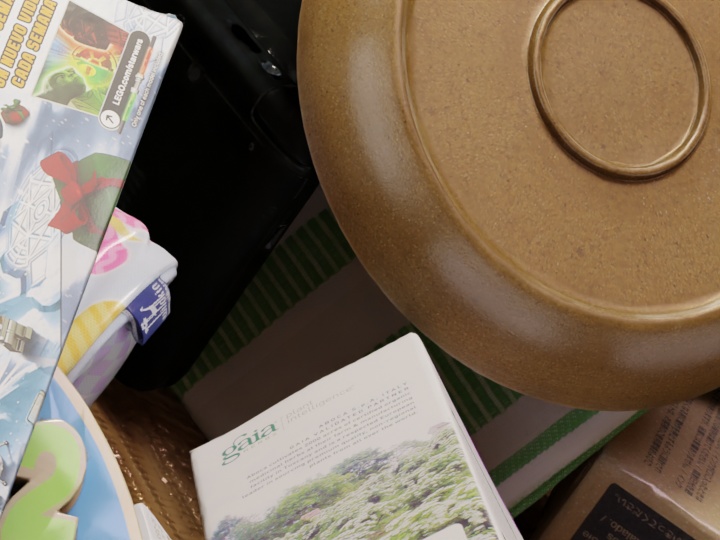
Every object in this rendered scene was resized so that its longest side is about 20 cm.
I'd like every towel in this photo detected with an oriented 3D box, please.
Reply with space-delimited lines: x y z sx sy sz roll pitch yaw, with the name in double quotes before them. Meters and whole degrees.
"towel" 0.000 0.000 0.877 0.200 0.152 0.023 51 0 24

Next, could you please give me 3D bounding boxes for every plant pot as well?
"plant pot" 0.076 -0.057 0.822 0.199 0.027 0.201 7 75 -25

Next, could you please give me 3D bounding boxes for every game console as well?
"game console" -0.051 -0.089 0.895 0.116 0.176 0.200 -4 47 -51

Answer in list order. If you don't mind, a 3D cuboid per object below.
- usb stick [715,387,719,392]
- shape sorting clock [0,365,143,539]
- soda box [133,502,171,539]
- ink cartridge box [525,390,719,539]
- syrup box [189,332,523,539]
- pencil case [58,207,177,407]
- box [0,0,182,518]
"usb stick" 0.137 0.025 0.933 0.199 0.033 0.056 21 29 -24
"shape sorting clock" -0.144 0.079 0.604 0.199 0.039 0.201 8 65 -17
"soda box" -0.045 0.158 0.638 0.064 0.068 0.200 61 3 -48
"ink cartridge box" 0.151 0.100 0.941 0.164 0.075 0.200 36 23 3
"syrup box" 0.012 0.100 0.705 0.082 0.078 0.200 62 2 -21
"pencil case" -0.153 -0.023 0.799 0.200 0.083 0.091 39 46 4
"box" -0.135 0.003 0.600 0.136 0.040 0.201 23 58 -8
